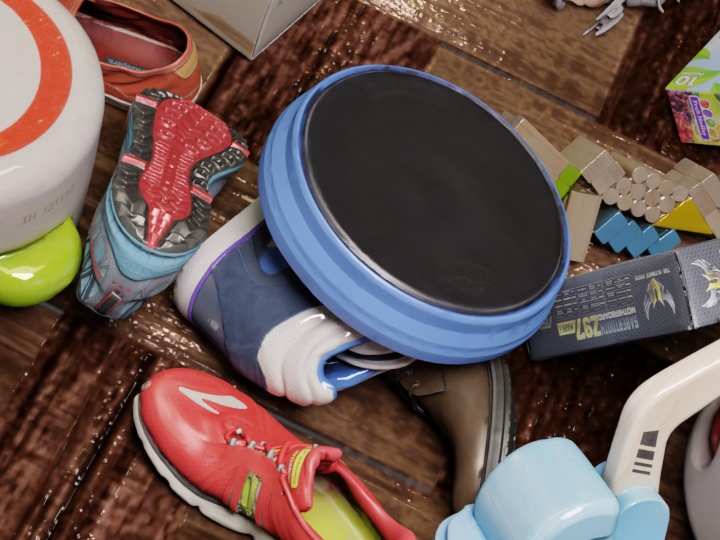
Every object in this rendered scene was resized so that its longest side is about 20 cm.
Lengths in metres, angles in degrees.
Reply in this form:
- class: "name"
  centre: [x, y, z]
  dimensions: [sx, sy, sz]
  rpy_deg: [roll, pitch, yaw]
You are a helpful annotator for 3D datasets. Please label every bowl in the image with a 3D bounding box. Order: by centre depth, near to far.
- class: "bowl"
  centre: [0.037, -0.039, 1.181]
  dimensions: [0.200, 0.039, 0.201]
  rpy_deg: [18, 47, -21]

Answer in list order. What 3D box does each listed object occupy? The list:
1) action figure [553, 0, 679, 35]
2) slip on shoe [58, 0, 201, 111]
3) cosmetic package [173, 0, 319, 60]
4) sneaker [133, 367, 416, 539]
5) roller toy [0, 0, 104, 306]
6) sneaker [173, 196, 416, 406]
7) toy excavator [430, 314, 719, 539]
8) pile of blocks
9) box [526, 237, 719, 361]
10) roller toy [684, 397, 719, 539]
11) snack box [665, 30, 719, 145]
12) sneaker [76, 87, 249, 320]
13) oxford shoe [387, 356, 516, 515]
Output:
- class: "action figure"
  centre: [0.149, -0.251, 1.440]
  dimensions: [0.200, 0.069, 0.130]
  rpy_deg: [37, 50, 4]
- class: "slip on shoe"
  centre: [-0.196, -0.155, 1.278]
  dimensions: [0.199, 0.061, 0.074]
  rpy_deg: [17, 57, -4]
- class: "cosmetic package"
  centre: [-0.113, -0.247, 1.354]
  dimensions: [0.200, 0.071, 0.105]
  rpy_deg: [39, 55, 10]
- class: "sneaker"
  centre: [-0.042, 0.115, 1.136]
  dimensions: [0.200, 0.085, 0.077]
  rpy_deg: [38, 55, 9]
- class: "roller toy"
  centre: [-0.248, -0.087, 1.170]
  dimensions: [0.199, 0.140, 0.183]
  rpy_deg: [14, 55, -7]
- class: "sneaker"
  centre: [0.000, 0.000, 1.209]
  dimensions: [0.146, 0.081, 0.200]
  rpy_deg: [36, 63, 27]
- class: "toy excavator"
  centre: [0.138, 0.123, 1.098]
  dimensions: [0.194, 0.201, 0.100]
  rpy_deg: [-5, 33, -19]
- class: "pile of blocks"
  centre: [0.155, -0.050, 1.327]
  dimensions: [0.199, 0.082, 0.062]
  rpy_deg: [14, 12, -19]
- class: "box"
  centre: [0.209, 0.009, 1.210]
  dimensions: [0.157, 0.200, 0.051]
  rpy_deg: [-11, 86, -24]
- class: "roller toy"
  centre: [0.295, 0.121, 1.174]
  dimensions: [0.199, 0.140, 0.183]
  rpy_deg: [-11, 74, -22]
- class: "snack box"
  centre: [0.327, -0.158, 1.396]
  dimensions: [0.142, 0.053, 0.200]
  rpy_deg: [8, 42, 43]
- class: "sneaker"
  centre: [-0.132, -0.040, 1.213]
  dimensions: [0.079, 0.096, 0.200]
  rpy_deg: [33, 28, -7]
- class: "oxford shoe"
  centre: [0.052, 0.071, 1.213]
  dimensions: [0.084, 0.073, 0.201]
  rpy_deg: [-5, 57, 1]
